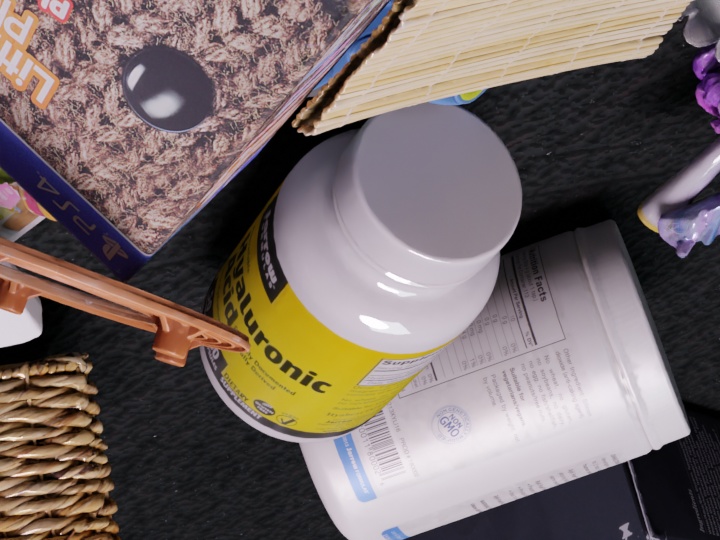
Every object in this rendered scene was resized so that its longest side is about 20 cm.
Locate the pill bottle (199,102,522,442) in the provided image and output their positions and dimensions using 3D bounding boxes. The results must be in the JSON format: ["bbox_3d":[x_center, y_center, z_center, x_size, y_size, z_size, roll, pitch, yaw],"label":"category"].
[{"bbox_3d":[0.000,0.000,0.909,0.111,0.112,0.200,-1,156,-23],"label":"pill bottle"}]

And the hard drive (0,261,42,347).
[{"bbox_3d":[-0.232,-0.012,0.818,0.131,0.027,0.200,-12,150,6],"label":"hard drive"}]

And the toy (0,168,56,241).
[{"bbox_3d":[-0.150,-0.049,0.848,0.199,0.047,0.115,-30,148,25],"label":"toy"}]

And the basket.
[{"bbox_3d":[-0.234,0.135,0.975,0.199,0.150,0.143,-8,173,-28],"label":"basket"}]

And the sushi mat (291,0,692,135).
[{"bbox_3d":[0.072,-0.095,0.721,0.199,0.012,0.096,-16,159,-40],"label":"sushi mat"}]

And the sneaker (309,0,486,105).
[{"bbox_3d":[-0.015,-0.105,0.806,0.199,0.083,0.071,-11,111,-34],"label":"sneaker"}]

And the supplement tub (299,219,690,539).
[{"bbox_3d":[0.069,0.065,1.056,0.199,0.133,0.132,-20,150,8],"label":"supplement tub"}]

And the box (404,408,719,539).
[{"bbox_3d":[0.166,0.189,1.314,0.200,0.125,0.196,-35,146,32],"label":"box"}]

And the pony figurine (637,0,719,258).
[{"bbox_3d":[0.212,-0.085,0.883,0.193,0.167,0.200,-33,163,-42],"label":"pony figurine"}]

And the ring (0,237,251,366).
[{"bbox_3d":[-0.137,0.002,0.712,0.199,0.019,0.200,18,173,2],"label":"ring"}]

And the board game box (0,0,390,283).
[{"bbox_3d":[-0.067,-0.125,0.629,0.200,0.159,0.097,-46,-177,41],"label":"board game box"}]
